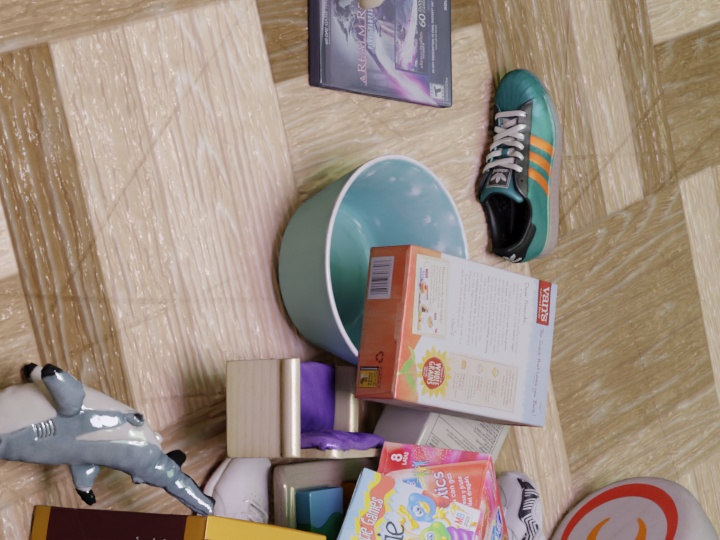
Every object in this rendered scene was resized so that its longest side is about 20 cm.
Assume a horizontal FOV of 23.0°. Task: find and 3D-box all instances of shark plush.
[{"bbox_3d":[-0.207,0.141,1.377,0.199,0.091,0.084,32,77,-29],"label":"shark plush"}]

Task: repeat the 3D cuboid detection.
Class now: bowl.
[{"bbox_3d":[0.000,0.000,1.619,0.200,0.104,0.203,6,82,-48],"label":"bowl"}]

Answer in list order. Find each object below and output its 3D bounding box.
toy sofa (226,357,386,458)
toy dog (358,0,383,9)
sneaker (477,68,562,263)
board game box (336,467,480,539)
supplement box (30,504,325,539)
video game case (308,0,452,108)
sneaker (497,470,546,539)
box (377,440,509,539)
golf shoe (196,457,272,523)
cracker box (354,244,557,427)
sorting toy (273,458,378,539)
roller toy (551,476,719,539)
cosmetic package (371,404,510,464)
[{"bbox_3d":[-0.041,0.119,1.515,0.200,0.096,0.084,18,71,-74],"label":"toy sofa"},{"bbox_3d":[-0.002,-0.378,1.614,0.200,0.139,0.195,48,23,-27],"label":"toy dog"},{"bbox_3d":[0.163,-0.108,1.838,0.080,0.071,0.203,-10,96,-53],"label":"sneaker"},{"bbox_3d":[0.021,0.265,1.453,0.201,0.102,0.106,103,7,-58],"label":"board game box"},{"bbox_3d":[-0.151,0.288,1.354,0.132,0.199,0.200,19,73,-46],"label":"supplement box"},{"bbox_3d":[0.022,-0.240,1.727,0.199,0.019,0.145,3,85,-50],"label":"video game case"},{"bbox_3d":[0.123,0.272,1.756,0.201,0.113,0.076,-95,-168,-52],"label":"sneaker"},{"bbox_3d":[0.072,0.244,1.597,0.201,0.101,0.095,72,27,-56],"label":"box"},{"bbox_3d":[-0.100,0.244,1.498,0.075,0.091,0.202,38,56,-40],"label":"golf shoe"},{"bbox_3d":[0.089,0.062,1.585,0.199,0.057,0.136,15,78,-41],"label":"cracker box"},{"bbox_3d":[-0.019,0.265,1.599,0.199,0.036,0.188,3,84,-62],"label":"sorting toy"},{"bbox_3d":[0.301,0.329,1.882,0.140,0.181,0.201,56,50,-31],"label":"roller toy"},{"bbox_3d":[0.095,0.112,1.678,0.103,0.073,0.201,43,64,-33],"label":"cosmetic package"}]
